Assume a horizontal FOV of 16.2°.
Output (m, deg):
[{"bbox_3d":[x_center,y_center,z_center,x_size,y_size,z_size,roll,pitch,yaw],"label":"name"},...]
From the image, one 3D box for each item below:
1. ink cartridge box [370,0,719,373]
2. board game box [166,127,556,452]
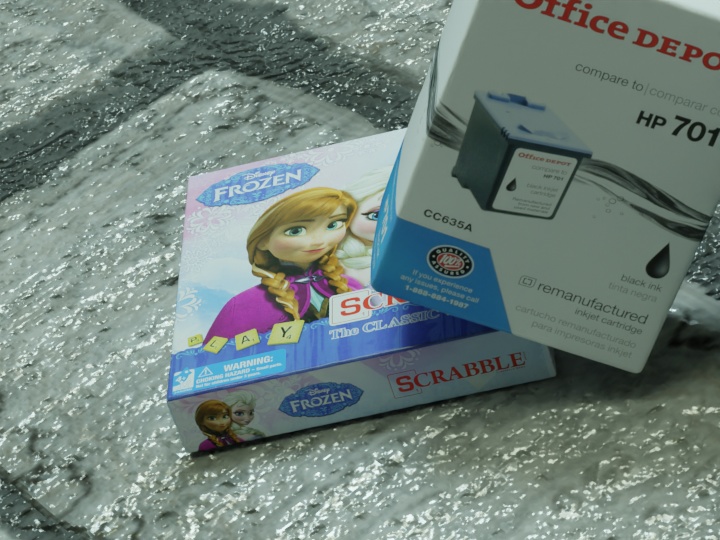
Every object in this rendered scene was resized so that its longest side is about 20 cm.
[{"bbox_3d":[0.102,-0.069,1.208,0.145,0.201,0.086,17,35,-4],"label":"ink cartridge box"},{"bbox_3d":[0.000,0.000,1.357,0.199,0.041,0.200,-12,36,9],"label":"board game box"}]
